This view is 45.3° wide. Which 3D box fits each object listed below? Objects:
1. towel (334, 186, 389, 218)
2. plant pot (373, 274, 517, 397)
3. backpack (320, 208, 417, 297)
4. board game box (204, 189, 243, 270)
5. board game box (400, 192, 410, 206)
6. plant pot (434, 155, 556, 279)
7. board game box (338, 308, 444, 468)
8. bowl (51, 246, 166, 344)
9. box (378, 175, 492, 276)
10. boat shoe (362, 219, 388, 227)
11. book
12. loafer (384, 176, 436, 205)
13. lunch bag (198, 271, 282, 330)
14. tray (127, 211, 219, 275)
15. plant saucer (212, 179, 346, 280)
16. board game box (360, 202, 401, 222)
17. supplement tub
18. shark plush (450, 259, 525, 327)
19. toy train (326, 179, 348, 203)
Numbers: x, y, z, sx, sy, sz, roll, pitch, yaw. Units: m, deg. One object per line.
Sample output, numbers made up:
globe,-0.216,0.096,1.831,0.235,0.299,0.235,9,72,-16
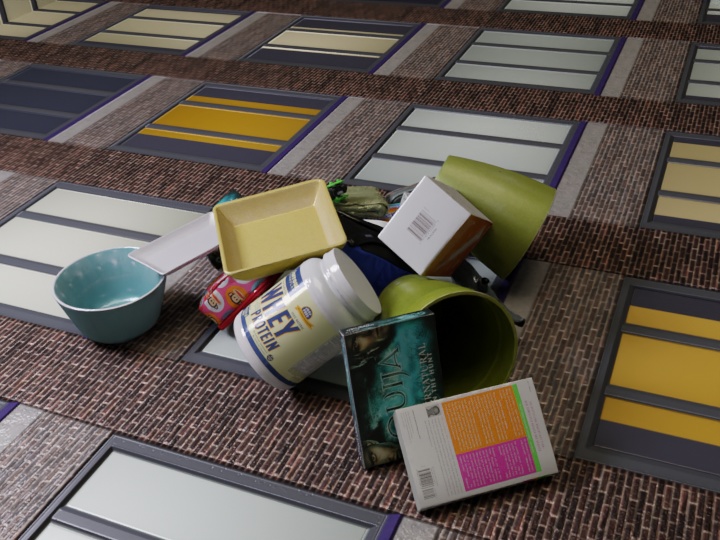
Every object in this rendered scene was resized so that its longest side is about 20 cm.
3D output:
towel,-0.048,-0.136,1.732,0.197,0.037,0.149,-3,20,-8
plant pot,0.109,0.096,1.331,0.198,0.203,0.193,-14,23,-15
backpack,0.000,0.000,1.501,0.198,0.169,0.163,18,27,-29
board game box,-0.261,-0.083,1.681,0.135,0.028,0.200,-43,30,-6
board game box,0.187,-0.098,1.690,0.197,0.035,0.127,7,29,-18
plant pot,0.220,-0.117,1.561,0.198,0.188,0.188,31,38,1
board game box,0.049,0.165,1.203,0.133,0.203,0.028,-13,16,-13
bowl,-0.429,0.054,1.514,0.197,0.106,0.202,-3,32,2
box,0.127,-0.067,1.409,0.097,0.125,0.200,42,12,14
boat shoe,-0.005,-0.057,1.600,0.197,0.071,0.065,7,72,-3
book,0.156,0.235,1.173,0.197,0.048,0.135,-11,69,-11
loafer,0.146,-0.169,1.830,0.197,0.073,0.063,-14,28,-11
lunch bag,-0.184,-0.002,1.510,0.082,0.176,0.200,43,37,-6
tray,-0.304,-0.044,1.537,0.107,0.022,0.199,24,40,34
plant saucer,-0.133,-0.059,1.414,0.197,0.049,0.201,-15,39,-5
board game box,0.069,-0.065,1.697,0.150,0.046,0.201,-9,33,-8
supplement tub,-0.081,0.074,1.337,0.199,0.145,0.146,-37,31,12
shark plush,0.203,0.044,1.477,0.090,0.084,0.201,-12,34,-13
toy train,-0.086,-0.130,1.605,0.056,0.042,0.200,-16,8,31
